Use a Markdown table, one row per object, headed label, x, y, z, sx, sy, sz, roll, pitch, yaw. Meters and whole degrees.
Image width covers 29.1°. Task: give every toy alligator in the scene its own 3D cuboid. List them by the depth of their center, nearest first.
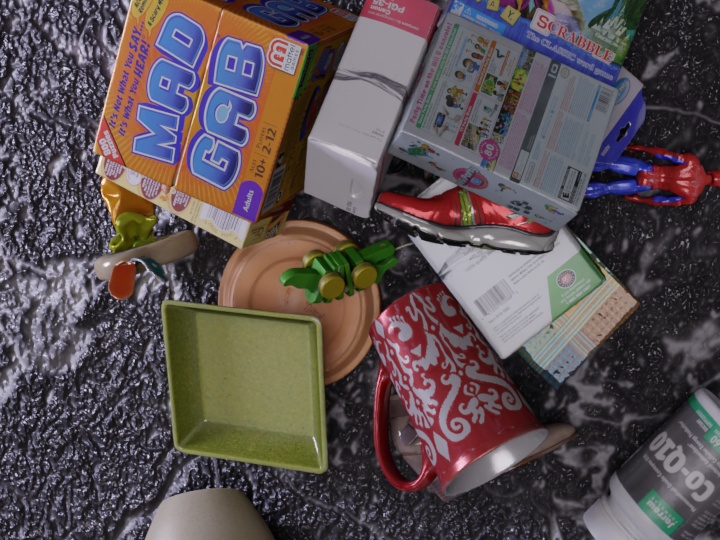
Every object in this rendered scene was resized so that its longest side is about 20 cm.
| label | x | y | z | sx | sy | sz | roll | pitch | yaw |
| --- | --- | --- | --- | --- | --- | --- | --- | --- | --- |
| toy alligator | 0.000 | 0.000 | 1.585 | 0.198 | 0.059 | 0.055 | -17 | 131 | -21 |

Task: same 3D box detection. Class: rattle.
| label | x | y | z | sx | sy | sz | roll | pitch | yaw |
| --- | --- | --- | --- | --- | --- | --- | --- | --- | --- |
| rattle | -0.258 | -0.053 | 1.569 | 0.128 | 0.200 | 0.145 | 1 | 97 | 9 |

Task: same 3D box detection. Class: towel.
| label | x | y | z | sx | sy | sz | roll | pitch | yaw |
| --- | --- | --- | --- | --- | --- | --- | --- | --- | --- |
| towel | 0.203 | 0.017 | 1.590 | 0.200 | 0.022 | 0.147 | 44 | 102 | 1 |

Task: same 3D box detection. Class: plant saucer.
| label | x | y | z | sx | sy | sz | roll | pitch | yaw |
| --- | --- | --- | --- | --- | --- | --- | --- | --- | --- |
| plant saucer | -0.127 | 0.127 | 1.620 | 0.197 | 0.048 | 0.203 | 6 | 114 | 17 |
| plant saucer | -0.073 | 0.041 | 1.635 | 0.197 | 0.032 | 0.204 | 1 | 98 | 9 |

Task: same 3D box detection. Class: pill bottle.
| label | x | y | z | sx | sy | sz | roll | pitch | yaw |
| --- | --- | --- | --- | --- | --- | --- | --- | --- | --- |
| pill bottle | 0.350 | 0.239 | 1.543 | 0.113 | 0.113 | 0.200 | 42 | 102 | 2 |

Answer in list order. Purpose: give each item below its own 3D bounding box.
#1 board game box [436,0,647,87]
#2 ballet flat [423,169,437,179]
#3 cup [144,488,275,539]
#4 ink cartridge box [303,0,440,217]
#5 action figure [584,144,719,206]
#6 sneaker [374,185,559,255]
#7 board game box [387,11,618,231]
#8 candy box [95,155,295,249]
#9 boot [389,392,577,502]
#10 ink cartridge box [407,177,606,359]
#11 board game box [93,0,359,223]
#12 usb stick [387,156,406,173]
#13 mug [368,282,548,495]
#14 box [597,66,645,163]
| label | x | y | z | sx | sy | sz | roll | pitch | yaw |
| --- | --- | --- | --- | --- | --- | --- | --- | --- | --- |
| board game box | 0.208 | -0.308 | 1.481 | 0.198 | 0.041 | 0.202 | 25 | 77 | -7 |
| ballet flat | 0.106 | -0.201 | 1.561 | 0.067 | 0.068 | 0.202 | 30 | 91 | 9 |
| cup | -0.177 | 0.338 | 1.626 | 0.197 | 0.200 | 0.145 | -13 | 69 | 11 |
| ink cartridge box | 0.011 | -0.181 | 1.494 | 0.082 | 0.147 | 0.202 | 21 | 70 | 3 |
| action figure | 0.308 | -0.106 | 1.542 | 0.197 | 0.052 | 0.066 | 3 | 103 | 5 |
| sneaker | 0.114 | -0.068 | 1.469 | 0.197 | 0.077 | 0.086 | 9 | 86 | -2 |
| board game box | 0.147 | -0.153 | 1.424 | 0.198 | 0.064 | 0.149 | 25 | 70 | -6 |
| candy box | -0.187 | -0.098 | 1.580 | 0.198 | 0.115 | 0.056 | 28 | 106 | 13 |
| boot | 0.132 | 0.169 | 1.601 | 0.198 | 0.070 | 0.148 | -26 | 81 | 1 |
| ink cartridge box | 0.155 | -0.029 | 1.538 | 0.146 | 0.083 | 0.201 | -37 | 91 | 11 |
| board game box | -0.138 | -0.202 | 1.507 | 0.198 | 0.200 | 0.202 | 23 | 112 | 10 |
| usb stick | -0.017 | -0.192 | 1.597 | 0.200 | 0.033 | 0.056 | 42 | 108 | 3 |
| mug | 0.082 | 0.136 | 1.522 | 0.176 | 0.134 | 0.202 | -27 | 70 | -6 |
| box | 0.214 | -0.203 | 1.508 | 0.199 | 0.041 | 0.119 | 40 | 75 | -6 |
